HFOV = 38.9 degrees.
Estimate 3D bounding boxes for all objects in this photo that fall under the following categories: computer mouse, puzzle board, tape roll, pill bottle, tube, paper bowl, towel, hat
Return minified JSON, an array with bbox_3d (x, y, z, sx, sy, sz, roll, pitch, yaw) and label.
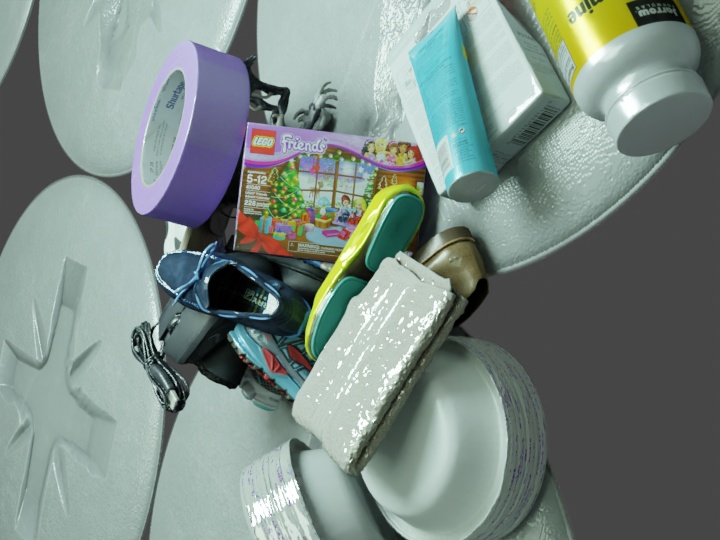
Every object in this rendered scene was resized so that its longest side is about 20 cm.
[{"bbox_3d":[-0.184,0.052,1.161,0.200,0.053,0.139,-42,52,5],"label":"computer mouse"},{"bbox_3d":[-0.201,-0.015,1.286,0.201,0.017,0.152,93,-173,-58],"label":"puzzle board"},{"bbox_3d":[-0.196,-0.154,1.160,0.200,0.065,0.202,-37,45,50],"label":"tape roll"},{"bbox_3d":[0.221,-0.204,0.877,0.112,0.112,0.202,-41,56,38],"label":"pill bottle"},{"bbox_3d":[0.089,-0.164,1.011,0.077,0.050,0.202,-35,54,36],"label":"tube"},{"bbox_3d":[-0.031,0.266,1.048,0.104,0.201,0.202,-31,55,4],"label":"paper bowl"},{"bbox_3d":[0.074,0.164,0.988,0.199,0.104,0.204,-12,74,48],"label":"paper bowl"},{"bbox_3d":[0.013,0.082,0.965,0.201,0.034,0.132,-59,31,1],"label":"towel"},{"bbox_3d":[-0.136,-0.129,1.282,0.201,0.080,0.204,6,-90,-87],"label":"hat"}]

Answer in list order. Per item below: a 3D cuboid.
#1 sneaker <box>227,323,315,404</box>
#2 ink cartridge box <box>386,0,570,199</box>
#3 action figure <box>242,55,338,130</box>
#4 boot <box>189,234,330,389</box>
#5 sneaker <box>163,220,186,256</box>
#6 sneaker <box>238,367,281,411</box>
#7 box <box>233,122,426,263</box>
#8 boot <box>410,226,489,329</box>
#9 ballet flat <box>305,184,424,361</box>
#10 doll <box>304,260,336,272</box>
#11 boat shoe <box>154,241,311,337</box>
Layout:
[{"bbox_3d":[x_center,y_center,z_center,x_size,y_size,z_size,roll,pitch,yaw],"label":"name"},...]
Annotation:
[{"bbox_3d":[-0.047,0.108,1.118,0.096,0.200,0.079,-49,7,-5],"label":"sneaker"},{"bbox_3d":[0.113,-0.199,1.058,0.160,0.047,0.202,-45,50,36],"label":"ink cartridge box"},{"bbox_3d":[-0.066,-0.172,1.205,0.102,0.200,0.119,-51,7,-20],"label":"action figure"},{"bbox_3d":[-0.113,0.064,1.196,0.198,0.076,0.170,20,80,30],"label":"boot"},{"bbox_3d":[-0.239,-0.086,1.442,0.080,0.073,0.202,-26,70,32],"label":"sneaker"},{"bbox_3d":[-0.125,0.076,1.285,0.091,0.077,0.201,-42,56,16],"label":"sneaker"},{"bbox_3d":[-0.032,-0.078,1.101,0.039,0.197,0.139,161,115,-85],"label":"box"},{"bbox_3d":[0.055,0.044,1.069,0.200,0.073,0.076,-44,59,32],"label":"boot"},{"bbox_3d":[0.000,0.000,1.046,0.201,0.066,0.067,-60,28,4],"label":"ballet flat"},{"bbox_3d":[-0.065,-0.052,1.214,0.137,0.048,0.200,52,144,-2],"label":"doll"},{"bbox_3d":[-0.143,0.011,1.087,0.198,0.069,0.085,11,78,27],"label":"boat shoe"}]
